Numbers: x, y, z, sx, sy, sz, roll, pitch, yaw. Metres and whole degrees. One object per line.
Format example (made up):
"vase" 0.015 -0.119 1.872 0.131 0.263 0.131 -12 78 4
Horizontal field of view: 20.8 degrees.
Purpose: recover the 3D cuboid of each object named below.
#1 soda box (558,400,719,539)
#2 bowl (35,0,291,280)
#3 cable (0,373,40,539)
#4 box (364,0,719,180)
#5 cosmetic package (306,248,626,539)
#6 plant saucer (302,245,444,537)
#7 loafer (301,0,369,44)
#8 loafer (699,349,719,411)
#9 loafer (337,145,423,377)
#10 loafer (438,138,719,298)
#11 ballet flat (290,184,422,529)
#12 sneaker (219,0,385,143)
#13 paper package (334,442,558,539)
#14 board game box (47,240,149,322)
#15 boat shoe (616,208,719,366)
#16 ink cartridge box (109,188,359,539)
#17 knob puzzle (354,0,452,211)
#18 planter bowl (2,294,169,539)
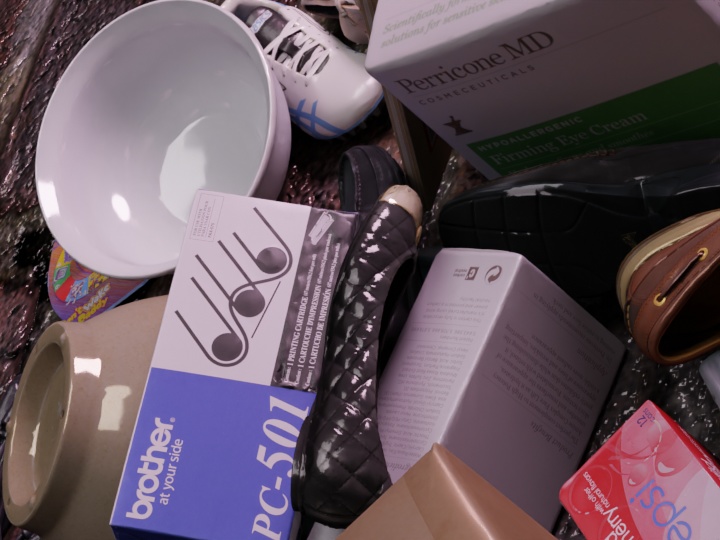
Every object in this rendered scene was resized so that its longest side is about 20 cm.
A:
"soda box" 0.167 0.148 0.884 0.070 0.063 0.200 -46 36 9
"bowl" -0.121 -0.080 1.362 0.201 0.090 0.202 -10 71 29
"cable" -0.202 0.136 1.335 0.163 0.051 0.200 -2 56 42
"box" 0.142 -0.168 1.095 0.199 0.171 0.201 -16 48 40
"cosmetic package" 0.053 0.099 1.024 0.074 0.102 0.200 4 61 51
"plant saucer" 0.012 0.066 1.164 0.200 0.027 0.201 -29 42 30
"loafer" 0.009 -0.181 1.353 0.063 0.072 0.200 -56 26 9
"loafer" 0.214 0.087 0.881 0.063 0.072 0.200 -37 35 10
"loafer" 0.000 0.000 1.139 0.070 0.068 0.201 -2 45 -7
"loafer" 0.141 -0.033 1.051 0.199 0.073 0.072 -1 33 22
"ballet flat" 0.009 0.043 1.005 0.057 0.067 0.201 7 59 9
"sneaker" -0.044 -0.145 1.375 0.072 0.072 0.200 -52 36 -3
"paper package" 0.081 0.199 0.823 0.103 0.191 0.200 -45 36 6
"board game box" -0.178 -0.052 1.469 0.200 0.039 0.158 -36 38 22
"boat shoe" 0.216 -0.016 0.948 0.200 0.072 0.068 -34 22 18
"ink cartridge box" -0.063 0.058 1.044 0.094 0.044 0.201 9 63 7
"knob puzzle" 0.035 -0.168 1.203 0.030 0.220 0.220 1 57 20
"planter bowl" -0.128 0.101 1.139 0.200 0.134 0.201 -45 38 51
